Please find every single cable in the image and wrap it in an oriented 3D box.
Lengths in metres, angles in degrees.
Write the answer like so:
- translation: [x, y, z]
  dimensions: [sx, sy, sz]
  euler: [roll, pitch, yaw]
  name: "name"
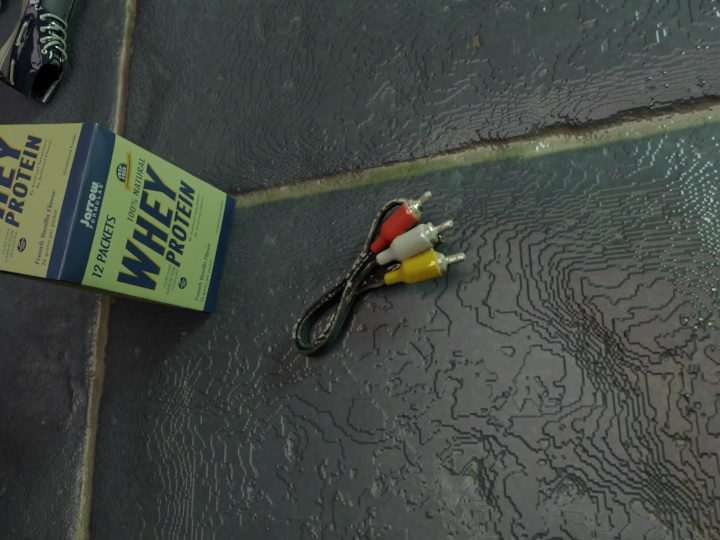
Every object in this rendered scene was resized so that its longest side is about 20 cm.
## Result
- translation: [0.000, 0.000, 0.524]
  dimensions: [0.197, 0.050, 0.099]
  euler: [-32, 66, 14]
  name: "cable"

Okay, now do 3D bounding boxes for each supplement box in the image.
- translation: [-0.276, -0.047, 0.582]
  dimensions: [0.195, 0.199, 0.138]
  euler: [6, 81, 26]
  name: "supplement box"

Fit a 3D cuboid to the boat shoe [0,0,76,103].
- translation: [-0.454, -0.344, 0.811]
  dimensions: [0.092, 0.074, 0.202]
  euler: [38, 103, 20]
  name: "boat shoe"
